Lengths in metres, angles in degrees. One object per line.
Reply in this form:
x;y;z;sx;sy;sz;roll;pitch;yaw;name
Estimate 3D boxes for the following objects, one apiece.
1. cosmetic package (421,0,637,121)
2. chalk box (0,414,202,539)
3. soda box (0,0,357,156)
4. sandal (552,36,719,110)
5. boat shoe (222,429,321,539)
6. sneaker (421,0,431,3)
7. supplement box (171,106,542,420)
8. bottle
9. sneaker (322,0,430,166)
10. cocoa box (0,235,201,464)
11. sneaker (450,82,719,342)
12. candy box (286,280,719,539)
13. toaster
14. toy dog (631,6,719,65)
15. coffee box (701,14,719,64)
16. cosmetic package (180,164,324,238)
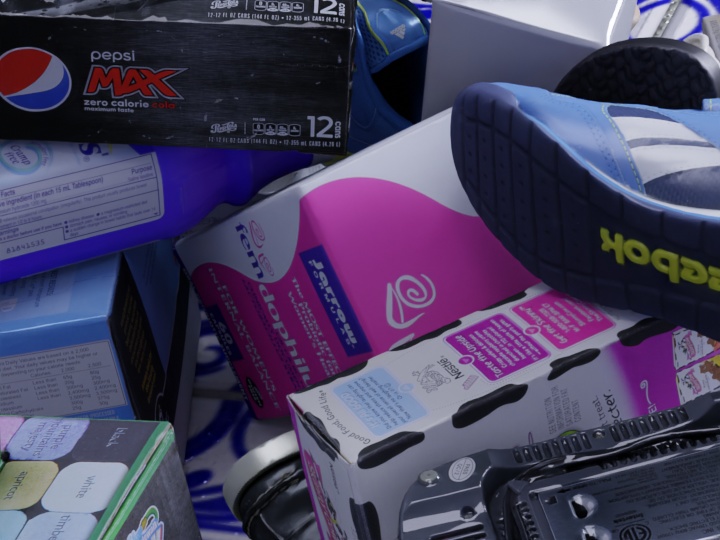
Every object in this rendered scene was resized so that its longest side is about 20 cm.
0.081;-0.088;0.911;0.084;0.200;0.108;16;55;10;cosmetic package
-0.132;0.132;0.699;0.123;0.201;0.125;0;32;20;chalk box
-0.102;-0.099;0.822;0.199;0.071;0.064;2;42;-2;soda box
0.111;-0.032;0.836;0.075;0.201;0.045;37;52;18;sandal
0.043;0.091;0.837;0.198;0.075;0.066;-11;53;-26;boat shoe
0.083;-0.181;0.999;0.074;0.089;0.200;46;20;10;sneaker
0.000;0.000;0.886;0.103;0.102;0.200;-27;3;-23;supplement box
-0.108;-0.049;0.870;0.199;0.066;0.084;-16;39;-19;bottle
-0.007;-0.146;0.964;0.076;0.201;0.105;-32;17;-29;sneaker
-0.159;0.032;0.941;0.133;0.132;0.200;-9;31;5;cocoa box
0.123;-0.028;0.734;0.199;0.074;0.082;26;48;32;sneaker
0.080;0.078;0.774;0.199;0.137;0.061;-23;32;-19;candy box
0.114;0.128;0.687;0.199;0.130;0.114;-15;31;-3;toaster
0.110;-0.104;1.086;0.096;0.132;0.200;19;15;-20;toy dog
0.296;-0.100;1.045;0.199;0.080;0.113;-9;30;6;coffee box
-0.055;-0.066;1.126;0.101;0.074;0.200;-1;34;17;cosmetic package
